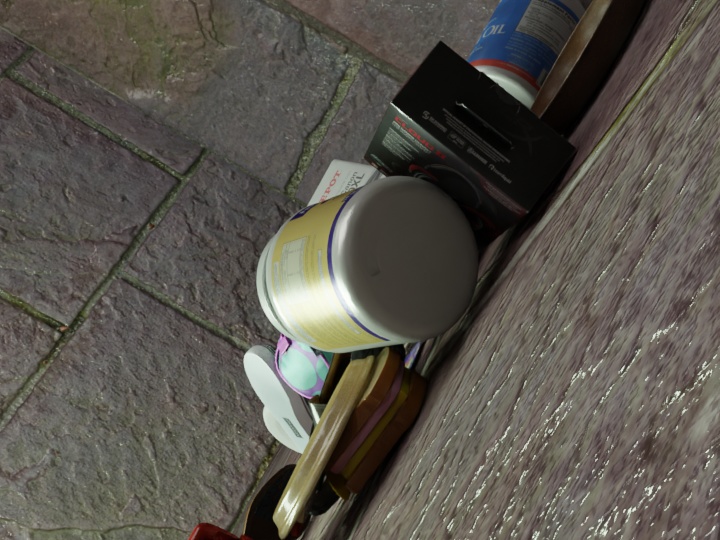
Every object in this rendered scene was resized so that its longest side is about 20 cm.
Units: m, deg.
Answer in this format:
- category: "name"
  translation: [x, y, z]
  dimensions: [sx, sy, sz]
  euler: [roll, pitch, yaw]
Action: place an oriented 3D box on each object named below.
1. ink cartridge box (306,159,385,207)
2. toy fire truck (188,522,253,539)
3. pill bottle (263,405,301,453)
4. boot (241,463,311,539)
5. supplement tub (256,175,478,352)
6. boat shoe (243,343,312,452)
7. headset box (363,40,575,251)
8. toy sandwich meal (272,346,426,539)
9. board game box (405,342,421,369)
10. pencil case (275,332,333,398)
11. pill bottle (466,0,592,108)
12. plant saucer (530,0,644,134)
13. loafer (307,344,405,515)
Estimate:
- category: "ink cartridge box"
  translation: [0.021, -0.029, 1.329]
  dimensions: [0.199, 0.083, 0.146]
  euler: [15, 71, 46]
- category: "toy fire truck"
  translation: [-0.168, 0.296, 1.177]
  dimensions: [0.129, 0.199, 0.176]
  euler: [-59, 2, -6]
- category: "pill bottle"
  translation: [-0.041, 0.139, 1.643]
  dimensions: [0.201, 0.113, 0.113]
  euler: [-61, 2, -38]
- category: "boot"
  translation: [-0.117, 0.321, 1.438]
  dimensions: [0.097, 0.074, 0.200]
  euler: [-55, 7, 44]
- category: "supplement tub"
  translation: [0.000, 0.000, 1.132]
  dimensions: [0.200, 0.145, 0.146]
  euler: [-14, 42, 60]
- category: "boat shoe"
  translation: [-0.067, 0.151, 1.465]
  dimensions: [0.070, 0.201, 0.066]
  euler: [5, 46, 48]
- category: "headset box"
  translation: [0.091, -0.106, 1.080]
  dimensions: [0.075, 0.148, 0.200]
  euler: [-52, 0, -12]
- category: "toy sandwich meal"
  translation: [-0.010, 0.163, 1.125]
  dimensions: [0.206, 0.070, 0.205]
  euler: [-63, 0, 0]
- category: "board game box"
  translation: [0.001, 0.152, 1.349]
  dimensions: [0.159, 0.039, 0.200]
  euler: [-61, 1, -28]
- category: "pencil case"
  translation: [-0.007, 0.061, 1.423]
  dimensions: [0.200, 0.093, 0.085]
  euler: [-37, 2, -39]
- category: "pill bottle"
  translation: [0.189, -0.248, 1.367]
  dimensions: [0.201, 0.112, 0.112]
  euler: [-61, 2, -30]
- category: "plant saucer"
  translation: [0.213, -0.202, 1.159]
  dimensions: [0.201, 0.034, 0.200]
  euler: [-59, 1, 2]
- category: "loafer"
  translation: [-0.027, 0.148, 1.252]
  dimensions: [0.073, 0.072, 0.201]
  euler: [4, 69, 53]
